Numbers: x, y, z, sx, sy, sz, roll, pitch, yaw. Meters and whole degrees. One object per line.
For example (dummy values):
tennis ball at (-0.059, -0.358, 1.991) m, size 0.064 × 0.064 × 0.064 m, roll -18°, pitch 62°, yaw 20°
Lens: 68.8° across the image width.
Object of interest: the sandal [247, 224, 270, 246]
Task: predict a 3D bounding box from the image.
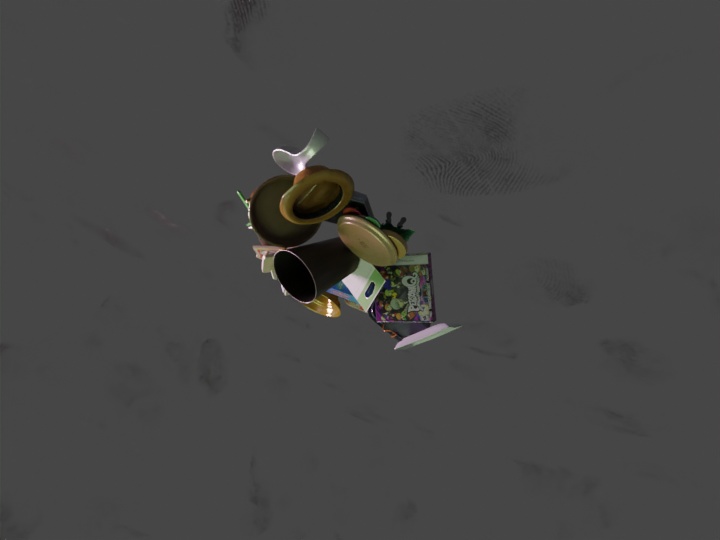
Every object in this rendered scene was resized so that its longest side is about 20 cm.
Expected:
sandal at (-0.300, -0.096, 1.799) m, size 0.080 × 0.058 × 0.201 m, roll 3°, pitch 151°, yaw 50°

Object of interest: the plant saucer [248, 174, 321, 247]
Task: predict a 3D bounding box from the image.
plant saucer at (-0.197, -0.159, 1.402) m, size 0.200 × 0.200 × 0.029 m, roll 39°, pitch -171°, yaw -26°

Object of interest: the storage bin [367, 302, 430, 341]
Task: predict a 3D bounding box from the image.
storage bin at (0.142, 0.146, 1.777) m, size 0.200 × 0.146 × 0.134 m, roll 40°, pitch 141°, yaw -27°

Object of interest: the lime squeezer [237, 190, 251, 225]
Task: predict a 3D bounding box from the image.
lime squeezer at (-0.364, -0.181, 1.732) m, size 0.070 × 0.038 × 0.200 m, roll 22°, pitch 155°, yaw 8°

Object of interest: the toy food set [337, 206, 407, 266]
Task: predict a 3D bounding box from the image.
toy food set at (0.020, -0.086, 1.403) m, size 0.198 × 0.049 × 0.200 m, roll 40°, pitch 158°, yaw -8°

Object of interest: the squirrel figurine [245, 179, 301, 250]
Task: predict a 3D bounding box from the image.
squirrel figurine at (-0.234, -0.174, 1.514) m, size 0.187 × 0.141 × 0.200 m, roll 47°, pitch 170°, yaw -5°

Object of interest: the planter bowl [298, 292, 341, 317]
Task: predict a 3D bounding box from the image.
planter bowl at (-0.147, 0.089, 1.985) m, size 0.199 × 0.084 × 0.201 m, roll 22°, pitch 155°, yaw 11°

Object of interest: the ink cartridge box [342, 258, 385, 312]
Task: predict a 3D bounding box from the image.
ink cartridge box at (0.000, 0.000, 1.553) m, size 0.200 × 0.048 × 0.146 m, roll 50°, pitch 134°, yaw 23°

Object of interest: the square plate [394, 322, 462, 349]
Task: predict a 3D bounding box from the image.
square plate at (0.226, 0.213, 1.750) m, size 0.197 × 0.029 × 0.200 m, roll -25°, pitch 166°, yaw 19°

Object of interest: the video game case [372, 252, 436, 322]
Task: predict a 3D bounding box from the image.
video game case at (0.124, 0.052, 1.533) m, size 0.180 × 0.201 × 0.036 m, roll -1°, pitch -171°, yaw 26°

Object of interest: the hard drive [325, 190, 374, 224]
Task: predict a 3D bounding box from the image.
hard drive at (-0.058, -0.177, 1.446) m, size 0.199 × 0.042 × 0.135 m, roll 14°, pitch 152°, yaw 25°

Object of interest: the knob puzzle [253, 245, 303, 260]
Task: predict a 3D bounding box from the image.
knob puzzle at (-0.268, -0.039, 1.842) m, size 0.218 × 0.031 × 0.220 m, roll 2°, pitch 163°, yaw 1°

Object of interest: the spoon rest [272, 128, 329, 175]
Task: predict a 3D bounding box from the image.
spoon rest at (-0.154, -0.286, 1.309) m, size 0.099 × 0.061 × 0.200 m, roll 37°, pitch 152°, yaw -22°

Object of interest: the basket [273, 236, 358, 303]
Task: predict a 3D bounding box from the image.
basket at (-0.112, -0.015, 1.478) m, size 0.180 × 0.200 × 0.137 m, roll 35°, pitch 131°, yaw 29°

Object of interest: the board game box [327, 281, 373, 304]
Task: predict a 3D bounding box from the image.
board game box at (-0.036, 0.012, 1.656) m, size 0.199 × 0.153 × 0.045 m, roll 20°, pitch 153°, yaw 12°

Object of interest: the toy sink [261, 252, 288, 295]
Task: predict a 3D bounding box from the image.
toy sink at (-0.216, 0.005, 1.741) m, size 0.199 × 0.113 × 0.130 m, roll -12°, pitch 160°, yaw -17°

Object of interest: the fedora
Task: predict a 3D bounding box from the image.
fedora at (-0.116, -0.202, 1.326) m, size 0.199 × 0.082 × 0.201 m, roll -17°, pitch 149°, yaw -10°

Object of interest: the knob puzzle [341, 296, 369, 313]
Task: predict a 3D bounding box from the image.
knob puzzle at (0.001, 0.117, 1.946) m, size 0.219 × 0.031 × 0.220 m, roll 21°, pitch 155°, yaw 10°

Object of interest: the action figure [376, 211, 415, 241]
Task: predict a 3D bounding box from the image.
action figure at (0.083, -0.093, 1.460) m, size 0.118 × 0.055 × 0.200 m, roll 23°, pitch 158°, yaw 4°
